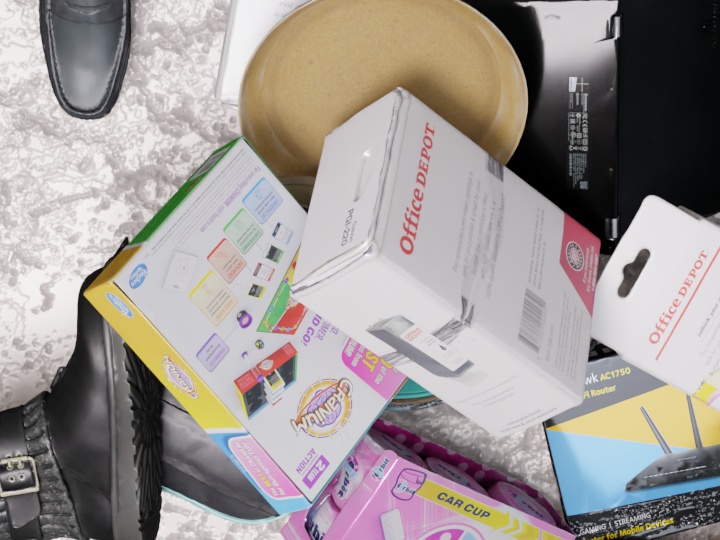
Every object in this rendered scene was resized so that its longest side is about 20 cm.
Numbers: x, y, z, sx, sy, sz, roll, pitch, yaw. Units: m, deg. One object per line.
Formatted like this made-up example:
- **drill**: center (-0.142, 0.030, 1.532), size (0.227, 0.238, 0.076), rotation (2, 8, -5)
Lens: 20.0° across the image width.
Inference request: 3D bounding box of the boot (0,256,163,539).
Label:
- **boot**: center (-0.217, 0.092, 1.376), size (0.156, 0.079, 0.213), rotation (3, 101, 10)

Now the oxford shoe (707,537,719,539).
- **oxford shoe**: center (0.257, 0.246, 1.549), size (0.198, 0.072, 0.072), rotation (-3, 141, -17)

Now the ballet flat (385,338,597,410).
- **ballet flat**: center (0.088, 0.065, 1.519), size (0.199, 0.074, 0.075), rotation (-17, 102, 20)

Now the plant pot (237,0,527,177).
- **plant pot**: center (0.015, -0.118, 1.403), size (0.198, 0.028, 0.201), rotation (-1, 130, -1)

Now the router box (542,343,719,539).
- **router box**: center (0.240, 0.120, 1.550), size (0.198, 0.051, 0.150), rotation (-15, 101, 1)

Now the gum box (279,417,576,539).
- **gum box**: center (0.047, 0.193, 1.502), size (0.199, 0.066, 0.114), rotation (27, 104, -35)

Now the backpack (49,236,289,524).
- **backpack**: center (-0.099, 0.079, 1.468), size (0.199, 0.153, 0.177), rotation (27, 99, 8)

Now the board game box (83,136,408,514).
- **board game box**: center (-0.066, 0.036, 1.351), size (0.200, 0.040, 0.153), rotation (50, 54, -13)

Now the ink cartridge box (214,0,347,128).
- **ink cartridge box**: center (-0.017, -0.206, 1.455), size (0.144, 0.085, 0.202), rotation (10, 99, -7)

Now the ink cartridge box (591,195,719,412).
- **ink cartridge box**: center (0.258, 0.033, 1.473), size (0.199, 0.068, 0.117), rotation (29, 97, -10)

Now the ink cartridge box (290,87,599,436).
- **ink cartridge box**: center (0.060, -0.003, 1.372), size (0.200, 0.146, 0.085), rotation (37, 136, -28)

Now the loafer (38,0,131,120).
- **loafer**: center (-0.197, -0.206, 1.451), size (0.067, 0.070, 0.202), rotation (1, 101, -3)

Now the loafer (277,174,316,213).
- **loafer**: center (0.000, 0.000, 1.439), size (0.199, 0.068, 0.076), rotation (25, 126, -18)

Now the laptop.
- **laptop**: center (0.166, -0.119, 1.484), size (0.198, 0.116, 0.189), rotation (3, 110, 13)
